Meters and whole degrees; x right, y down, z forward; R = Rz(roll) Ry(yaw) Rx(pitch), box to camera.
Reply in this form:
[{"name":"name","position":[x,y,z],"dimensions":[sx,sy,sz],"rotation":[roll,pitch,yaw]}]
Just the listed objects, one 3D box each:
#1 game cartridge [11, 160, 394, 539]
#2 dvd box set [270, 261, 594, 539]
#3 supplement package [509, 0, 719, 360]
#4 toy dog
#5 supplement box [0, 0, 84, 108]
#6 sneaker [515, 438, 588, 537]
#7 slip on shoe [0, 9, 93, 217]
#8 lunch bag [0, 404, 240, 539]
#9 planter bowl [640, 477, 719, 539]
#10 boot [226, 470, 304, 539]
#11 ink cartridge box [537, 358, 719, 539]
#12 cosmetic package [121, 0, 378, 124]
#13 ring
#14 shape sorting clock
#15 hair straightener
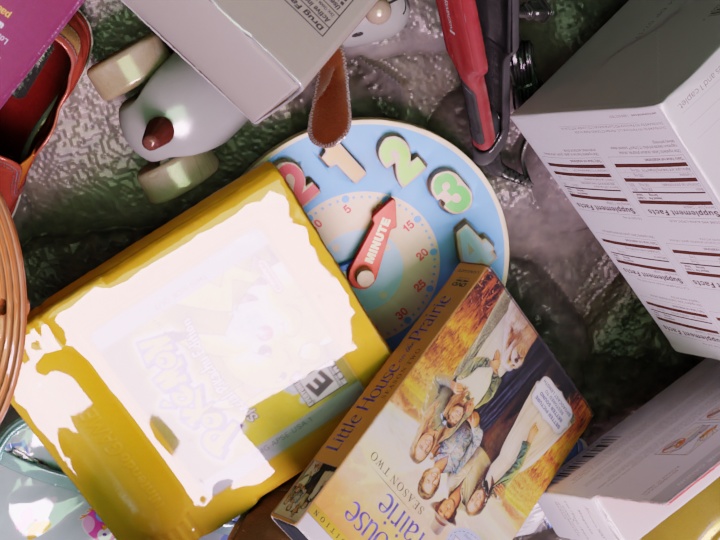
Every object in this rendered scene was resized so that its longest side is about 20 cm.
[{"name":"game cartridge","position":[-0.091,0.061,0.735],"dimensions":[0.200,0.032,0.176],"rotation":[-34,113,-4]},{"name":"dvd box set","position":[0.051,0.116,0.757],"dimensions":[0.200,0.029,0.146],"rotation":[-51,121,-24]},{"name":"supplement package","position":[0.239,-0.076,0.729],"dimensions":[0.191,0.147,0.200],"rotation":[-44,111,-15]},{"name":"toy dog","position":[-0.066,-0.116,0.721],"dimensions":[0.132,0.096,0.200],"rotation":[40,98,-19]},{"name":"supplement box","position":[-0.239,-0.133,0.643],"dimensions":[0.200,0.131,0.103],"rotation":[-51,134,2]},{"name":"sneaker","position":[0.066,0.161,0.854],"dimensions":[0.200,0.076,0.077],"rotation":[-33,104,-7]},{"name":"slip on shoe","position":[-0.222,-0.070,0.730],"dimensions":[0.074,0.061,0.200],"rotation":[30,104,-19]},{"name":"lunch bag","position":[-0.161,0.162,0.807],"dimensions":[0.200,0.077,0.161],"rotation":[19,105,-20]},{"name":"planter bowl","position":[0.268,0.193,0.886],"dimensions":[0.200,0.083,0.201],"rotation":[-3,110,-8]},{"name":"boot","position":[-0.016,0.137,0.767],"dimensions":[0.074,0.200,0.076],"rotation":[39,130,12]},{"name":"ink cartridge box","position":[0.224,0.100,0.771],"dimensions":[0.200,0.174,0.044],"rotation":[-33,94,-18]},{"name":"cosmetic package","position":[-0.023,-0.187,0.664],"dimensions":[0.105,0.071,0.200],"rotation":[44,66,-11]},{"name":"ring","position":[-0.253,0.017,0.712],"dimensions":[0.019,0.200,0.201],"rotation":[-3,117,-55]},{"name":"shape sorting clock","position":[0.000,0.000,0.801],"dimensions":[0.200,0.039,0.200],"rotation":[-3,109,-8]},{"name":"hair straightener","position":[0.092,-0.126,0.736],"dimensions":[0.077,0.041,0.200],"rotation":[-37,138,-14]}]
